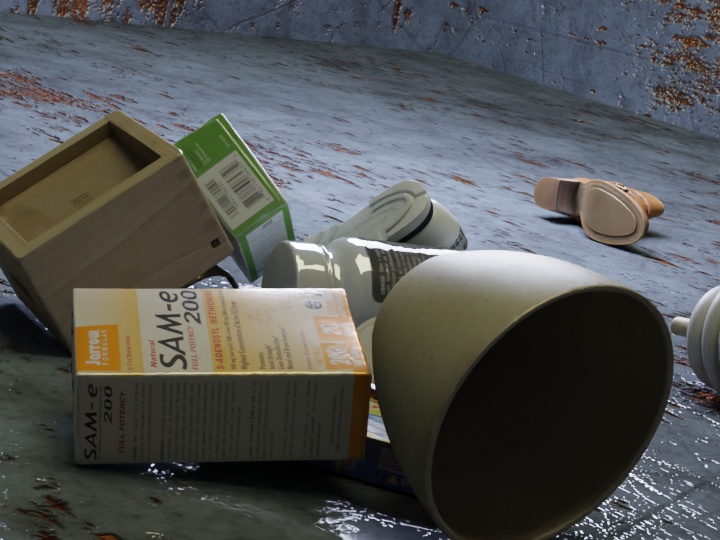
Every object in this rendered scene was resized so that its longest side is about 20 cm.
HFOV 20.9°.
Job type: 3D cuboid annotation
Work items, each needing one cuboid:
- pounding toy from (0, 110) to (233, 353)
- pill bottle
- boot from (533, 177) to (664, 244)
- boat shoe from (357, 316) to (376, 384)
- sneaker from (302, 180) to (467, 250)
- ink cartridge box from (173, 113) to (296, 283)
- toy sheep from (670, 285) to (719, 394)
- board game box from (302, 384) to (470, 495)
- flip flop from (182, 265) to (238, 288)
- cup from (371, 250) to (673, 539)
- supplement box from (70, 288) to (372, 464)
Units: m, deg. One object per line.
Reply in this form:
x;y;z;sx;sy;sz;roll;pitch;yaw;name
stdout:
-0.207;-0.032;1.635;0.184;0.143;0.200;-34;29;-14;pounding toy
0.023;0.031;1.658;0.199;0.114;0.113;7;13;-22;pill bottle
0.340;-0.079;2.521;0.154;0.074;0.200;6;15;-38;boot
0.087;0.075;1.470;0.201;0.072;0.060;5;-20;24;boat shoe
0.000;0.000;1.750;0.080;0.199;0.077;40;34;-39;sneaker
-0.110;-0.055;1.768;0.104;0.059;0.200;53;-7;13;ink cartridge box
0.367;0.065;1.783;0.137;0.139;0.200;-1;2;-42;toy sheep
0.000;0.116;1.444;0.199;0.035;0.135;15;13;15;board game box
-0.163;0.011;1.712;0.199;0.058;0.081;11;11;6;flip flop
0.088;0.066;1.304;0.200;0.201;0.143;1;27;-37;cup
-0.100;0.070;1.355;0.199;0.074;0.126;0;27;-10;supplement box
